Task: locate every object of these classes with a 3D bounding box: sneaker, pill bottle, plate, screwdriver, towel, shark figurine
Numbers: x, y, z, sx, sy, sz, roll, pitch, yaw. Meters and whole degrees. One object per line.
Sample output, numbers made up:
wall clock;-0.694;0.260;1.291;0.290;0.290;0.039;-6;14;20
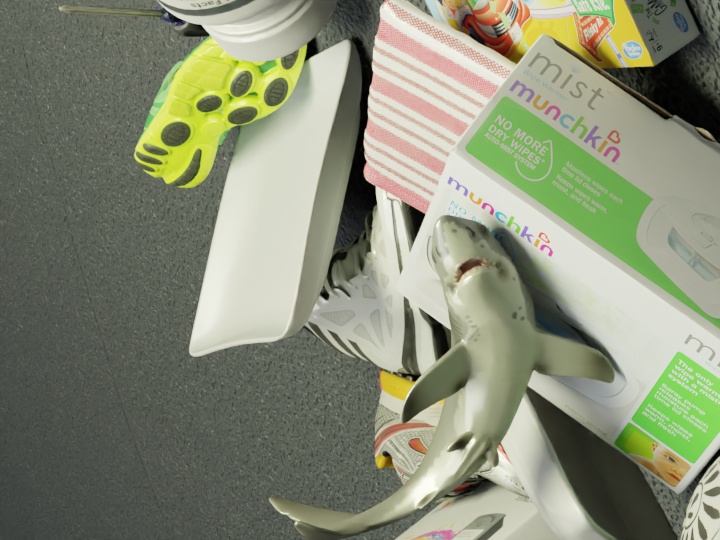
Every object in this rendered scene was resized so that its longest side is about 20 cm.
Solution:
sneaker;0.000;0.001;1.613;0.115;0.076;0.201;7;141;14
pill bottle;-0.091;-0.218;1.460;0.119;0.120;0.200;38;171;38
plate;0.122;0.108;1.438;0.199;0.032;0.201;39;-160;-51
screwdriver;-0.140;-0.174;1.625;0.028;0.029;0.200;45;-163;19
plate;-0.051;-0.041;1.642;0.032;0.201;0.199;17;168;-20
towel;0.071;-0.074;1.409;0.146;0.030;0.200;30;155;12
sneaker;0.073;0.124;1.662;0.200;0.077;0.083;21;100;62
shark figurine;0.046;0.066;1.308;0.215;0.127;0.090;-62;25;23
sneaker;-0.100;-0.133;1.691;0.074;0.084;0.200;24;146;-20

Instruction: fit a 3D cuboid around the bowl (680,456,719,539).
bowl;0.240;0.112;1.228;0.201;0.199;0.095;111;149;-64

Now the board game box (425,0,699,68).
board game box;0.086;-0.172;1.303;0.135;0.034;0.200;62;158;-15

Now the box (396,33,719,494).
box;0.137;-0.002;1.300;0.200;0.097;0.177;36;156;6

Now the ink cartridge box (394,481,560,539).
ink cartridge box;0.077;0.212;1.643;0.086;0.200;0.147;60;158;-11
